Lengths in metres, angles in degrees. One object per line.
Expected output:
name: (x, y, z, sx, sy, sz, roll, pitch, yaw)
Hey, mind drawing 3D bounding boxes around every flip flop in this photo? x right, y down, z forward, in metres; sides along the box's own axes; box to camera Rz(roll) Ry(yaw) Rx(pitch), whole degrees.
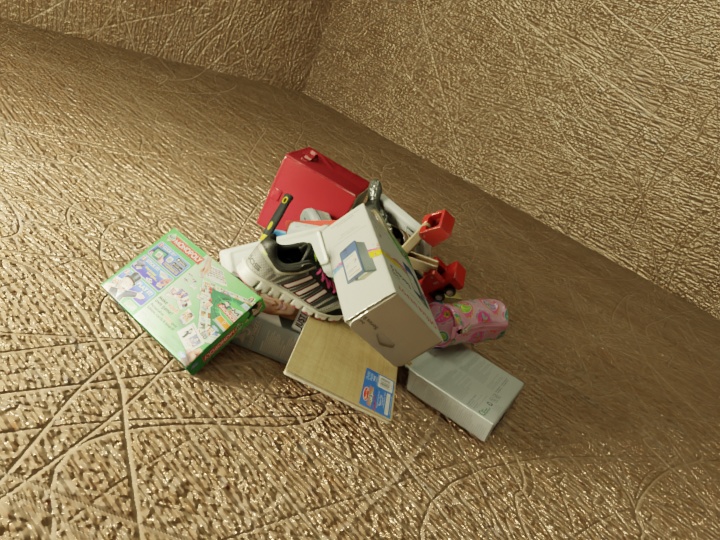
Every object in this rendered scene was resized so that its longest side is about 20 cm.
flip flop: (0.082, -0.041, 1.008, 0.200, 0.081, 0.058, 46, 66, -4)

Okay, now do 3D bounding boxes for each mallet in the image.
mallet: (-0.184, -0.059, 0.937, 0.065, 0.201, 0.041, 13, -24, 13)

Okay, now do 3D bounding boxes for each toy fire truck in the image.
toy fire truck: (0.109, -0.008, 0.912, 0.141, 0.199, 0.049, 42, 42, -20)

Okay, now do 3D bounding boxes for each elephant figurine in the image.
elephant figurine: (0.016, -0.076, 1.107, 0.155, 0.201, 0.141, 35, 25, 25)

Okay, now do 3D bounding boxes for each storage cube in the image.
storage cube: (-0.101, -0.157, 1.188, 0.179, 0.201, 0.171, 31, 22, 2)

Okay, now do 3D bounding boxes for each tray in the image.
tray: (-0.139, -0.018, 0.882, 0.198, 0.022, 0.108, -14, 60, -7)

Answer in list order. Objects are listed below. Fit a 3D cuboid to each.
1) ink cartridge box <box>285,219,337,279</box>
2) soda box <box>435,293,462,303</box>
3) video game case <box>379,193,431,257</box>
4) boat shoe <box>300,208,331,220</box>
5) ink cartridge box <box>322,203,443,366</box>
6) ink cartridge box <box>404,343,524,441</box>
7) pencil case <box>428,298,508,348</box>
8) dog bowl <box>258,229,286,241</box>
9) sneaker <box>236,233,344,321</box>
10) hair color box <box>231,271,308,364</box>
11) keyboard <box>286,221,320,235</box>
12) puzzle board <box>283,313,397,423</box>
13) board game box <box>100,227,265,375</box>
ink cartridge box: (-0.056, -0.017, 0.927, 0.159, 0.050, 0.201, -1, 64, -8)
soda box: (0.110, 0.060, 1.072, 0.199, 0.068, 0.064, 8, 28, -33)
video game case: (0.093, -0.050, 1.165, 0.024, 0.183, 0.200, -19, 41, -22)
boat shoe: (-0.062, -0.043, 1.042, 0.066, 0.074, 0.201, -3, 65, -32)
ink cartridge box: (0.030, 0.021, 0.770, 0.145, 0.087, 0.201, 44, 21, -40)
ink cartridge box: (0.163, 0.184, 0.886, 0.199, 0.044, 0.196, 31, 22, 24)
pencil case: (0.196, 0.097, 0.952, 0.199, 0.088, 0.087, 1, 31, -46)
dog bowl: (-0.158, -0.023, 1.019, 0.111, 0.050, 0.200, 18, 23, -14)
sneaker: (-0.075, 0.008, 0.759, 0.199, 0.088, 0.074, 24, 23, -23)
hair color box: (-0.131, 0.082, 0.799, 0.199, 0.061, 0.099, 22, 23, -2)
keyboard: (-0.037, -0.053, 0.943, 0.198, 0.011, 0.057, 10, 50, 2)
puzzle board: (-0.017, 0.122, 0.733, 0.150, 0.017, 0.200, 28, 24, -5)
board game box: (-0.250, 0.036, 0.726, 0.199, 0.029, 0.135, 35, 63, 24)
